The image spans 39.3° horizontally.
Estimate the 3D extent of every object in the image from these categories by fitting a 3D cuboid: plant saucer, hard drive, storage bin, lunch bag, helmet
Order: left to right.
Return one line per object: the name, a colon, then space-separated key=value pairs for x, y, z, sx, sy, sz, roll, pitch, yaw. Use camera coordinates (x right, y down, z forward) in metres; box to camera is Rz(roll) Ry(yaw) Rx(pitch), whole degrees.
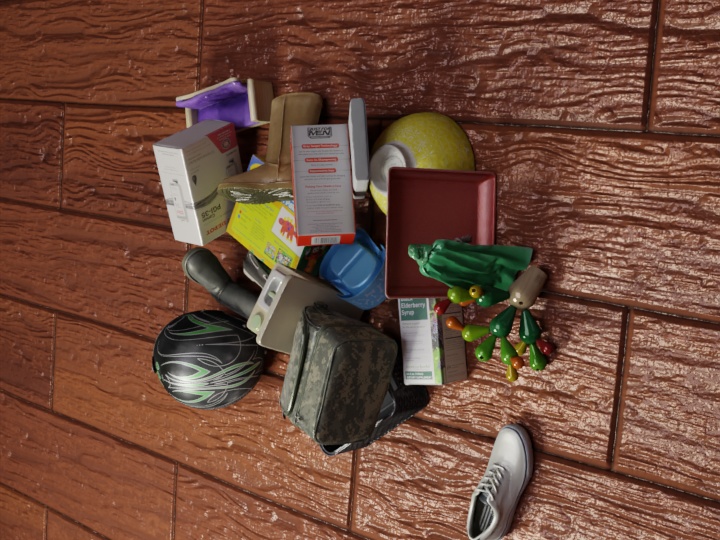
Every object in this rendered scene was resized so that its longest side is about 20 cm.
helmet: x=-0.288 y=0.174 z=1.942 sx=0.190 sy=0.199 sz=0.201 roll=20 pitch=105 yaw=47
lunch bag: x=-0.052 y=0.169 z=1.655 sx=0.168 sy=0.139 sz=0.201 roll=32 pitch=113 yaw=51
hard drive: x=-0.004 y=-0.199 z=1.687 sx=0.027 sy=0.200 sz=0.133 roll=-4 pitch=86 yaw=-1
storage bin: x=0.004 y=0.220 z=1.752 sx=0.200 sy=0.094 sz=0.136 roll=-40 pitch=67 yaw=36
plant saucer: x=0.119 y=-0.057 z=1.577 sx=0.037 sy=0.199 sz=0.201 roll=5 pitch=95 yaw=61

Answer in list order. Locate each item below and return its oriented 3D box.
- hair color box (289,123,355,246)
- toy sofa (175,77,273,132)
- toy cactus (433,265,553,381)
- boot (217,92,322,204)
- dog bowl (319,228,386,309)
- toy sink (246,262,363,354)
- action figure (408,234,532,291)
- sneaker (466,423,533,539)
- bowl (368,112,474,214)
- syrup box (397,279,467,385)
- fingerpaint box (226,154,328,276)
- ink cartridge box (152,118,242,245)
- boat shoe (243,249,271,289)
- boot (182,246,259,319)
hair color box: x=-0.066 y=-0.146 z=1.718 sx=0.061 sy=0.101 sz=0.201 roll=106 pitch=161 yaw=-73
toy sofa: x=-0.265 y=-0.309 z=1.958 sx=0.199 sy=0.097 sz=0.083 roll=-9 pitch=86 yaw=40
toy cactus: x=0.224 y=0.065 z=1.528 sx=0.200 sy=0.102 sz=0.165 roll=36 pitch=84 yaw=-3
boot: x=-0.161 y=-0.221 z=1.822 sx=0.174 sy=0.066 sz=0.201 roll=1 pitch=67 yaw=11
dog bowl: x=0.000 y=0.000 z=1.715 sx=0.112 sy=0.050 sz=0.200 roll=-48 pitch=28 yaw=1
toy sink: x=-0.111 y=0.071 z=1.752 sx=0.112 sy=0.200 sz=0.131 roll=29 pitch=96 yaw=44
action figure: x=0.155 y=-0.012 z=1.535 sx=0.118 sy=0.199 sz=0.055 roll=-61 pitch=38 yaw=23
sneaker: x=0.217 y=0.340 z=1.584 sx=0.073 sy=0.071 sz=0.201 roll=19 pitch=105 yaw=39
bowl: x=0.077 y=-0.164 z=1.658 sx=0.200 sy=0.107 sz=0.201 roll=3 pitch=95 yaw=41
syrup box: x=0.116 y=0.083 z=1.653 sx=0.079 sy=0.081 sz=0.201 roll=-5 pitch=90 yaw=39
fingerpaint box: x=-0.141 y=-0.097 z=1.875 sx=0.200 sy=0.073 sz=0.167 roll=37 pitch=116 yaw=34
ink cartridge box: x=-0.297 y=-0.168 z=1.920 sx=0.083 sy=0.146 sz=0.201 roll=13 pitch=124 yaw=36
boat shoe: x=-0.154 y=0.014 z=1.894 sx=0.200 sy=0.067 sz=0.057 roll=35 pitch=129 yaw=38
boot: x=-0.232 y=0.048 z=1.916 sx=0.073 sy=0.182 sz=0.200 roll=-49 pitch=48 yaw=-6
